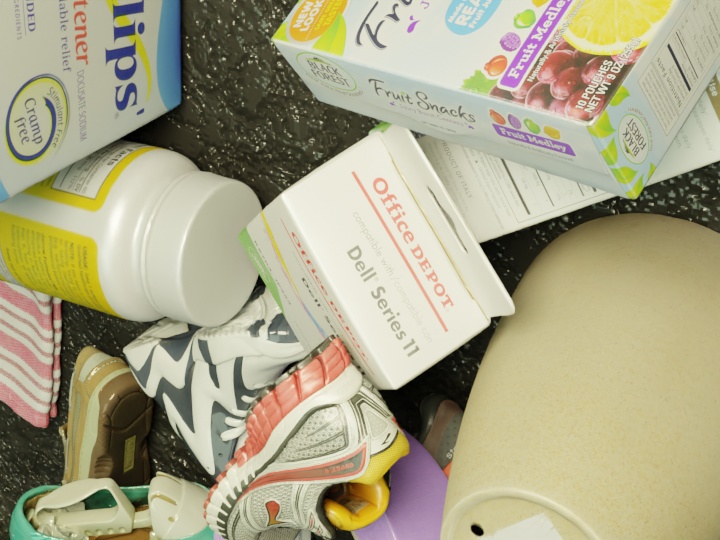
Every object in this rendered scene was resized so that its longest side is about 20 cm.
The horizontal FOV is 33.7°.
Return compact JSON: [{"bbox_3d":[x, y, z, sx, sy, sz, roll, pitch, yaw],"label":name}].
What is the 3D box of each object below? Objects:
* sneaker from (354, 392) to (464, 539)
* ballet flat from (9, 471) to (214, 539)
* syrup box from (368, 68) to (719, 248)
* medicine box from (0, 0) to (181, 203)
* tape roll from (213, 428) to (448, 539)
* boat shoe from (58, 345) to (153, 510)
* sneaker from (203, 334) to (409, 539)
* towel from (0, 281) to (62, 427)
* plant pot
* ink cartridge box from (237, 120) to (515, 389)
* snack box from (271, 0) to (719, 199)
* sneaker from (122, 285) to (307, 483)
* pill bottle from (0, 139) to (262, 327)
[{"bbox_3d":[0.030,0.156,0.817,0.082,0.076,0.201,51,129,22],"label":"sneaker"},{"bbox_3d":[-0.172,0.189,0.910,0.196,0.068,0.071,-4,131,-2],"label":"ballet flat"},{"bbox_3d":[0.110,-0.081,0.605,0.198,0.079,0.082,-20,104,40],"label":"syrup box"},{"bbox_3d":[-0.201,-0.160,0.688,0.102,0.200,0.185,22,127,24],"label":"medicine box"},{"bbox_3d":[-0.013,0.198,0.771,0.198,0.065,0.204,9,102,48],"label":"tape roll"},{"bbox_3d":[-0.216,0.149,0.980,0.076,0.071,0.203,36,125,30],"label":"boat shoe"},{"bbox_3d":[-0.031,0.122,0.661,0.082,0.078,0.201,45,148,13],"label":"sneaker"},{"bbox_3d":[-0.311,0.026,0.983,0.145,0.030,0.202,24,127,16],"label":"towel"},{"bbox_3d":[0.123,0.096,0.615,0.185,0.200,0.190,15,121,26],"label":"plant pot"},{"bbox_3d":[0.000,0.000,0.650,0.118,0.067,0.200,58,165,-2],"label":"ink cartridge box"},{"bbox_3d":[0.070,-0.125,0.528,0.199,0.143,0.053,24,164,45],"label":"snack box"},{"bbox_3d":[-0.074,0.088,0.830,0.197,0.079,0.131,-16,108,39],"label":"sneaker"},{"bbox_3d":[-0.170,-0.031,0.802,0.197,0.114,0.116,15,124,27],"label":"pill bottle"}]
